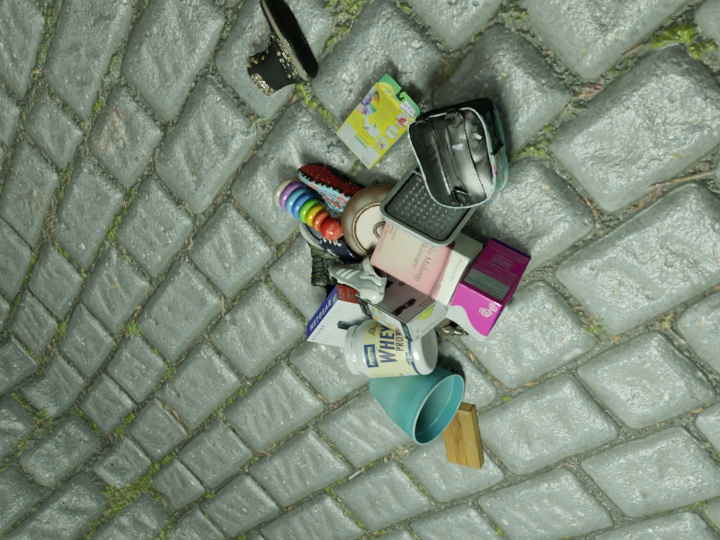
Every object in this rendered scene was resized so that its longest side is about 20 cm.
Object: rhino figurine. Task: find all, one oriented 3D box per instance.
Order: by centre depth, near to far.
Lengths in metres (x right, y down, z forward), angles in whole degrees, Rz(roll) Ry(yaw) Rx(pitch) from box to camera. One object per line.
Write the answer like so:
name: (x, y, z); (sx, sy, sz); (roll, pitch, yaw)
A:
rhino figurine: (0.188, 0.072, 1.676); (0.087, 0.060, 0.200); (-16, 108, 37)

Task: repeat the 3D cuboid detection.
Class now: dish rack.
dish rack: (0.149, -0.136, 1.472); (0.171, 0.200, 0.044); (30, 146, 14)

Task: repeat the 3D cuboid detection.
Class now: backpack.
backpack: (0.204, -0.230, 1.394); (0.177, 0.151, 0.200); (-6, 107, 38)

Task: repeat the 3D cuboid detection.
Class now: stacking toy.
stacking toy: (-0.120, -0.142, 1.694); (0.200, 0.085, 0.085); (40, 136, 27)

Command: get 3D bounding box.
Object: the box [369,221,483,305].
box: (0.143, -0.036, 1.521); (0.200, 0.109, 0.128); (29, 118, 15)

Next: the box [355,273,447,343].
box: (0.095, 0.080, 1.632); (0.200, 0.117, 0.060); (29, 147, 49)

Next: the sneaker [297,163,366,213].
sneaker: (-0.072, -0.179, 1.672); (0.200, 0.079, 0.096); (31, 135, 14)

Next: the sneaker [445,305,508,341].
sneaker: (0.244, 0.057, 1.604); (0.200, 0.116, 0.074); (43, 160, 16)

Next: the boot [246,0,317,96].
boot: (-0.197, -0.493, 1.553); (0.150, 0.073, 0.200); (-15, 116, 40)

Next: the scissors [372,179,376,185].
scissors: (0.061, -0.121, 1.667); (0.073, 0.014, 0.200); (19, 127, 27)

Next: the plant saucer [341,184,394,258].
plant saucer: (0.053, -0.099, 1.616); (0.200, 0.037, 0.201); (3, 117, 5)

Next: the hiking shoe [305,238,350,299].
hiking shoe: (-0.091, -0.007, 1.785); (0.076, 0.101, 0.200); (-15, 110, 42)

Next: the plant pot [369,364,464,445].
plant pot: (0.131, 0.311, 1.796); (0.188, 0.200, 0.200); (29, 134, 35)

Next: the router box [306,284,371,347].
router box: (-0.020, 0.126, 1.796); (0.179, 0.049, 0.200); (12, 139, -23)

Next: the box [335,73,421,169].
box: (0.043, -0.326, 1.515); (0.117, 0.048, 0.200); (47, 137, -1)

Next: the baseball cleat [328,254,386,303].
baseball cleat: (0.000, 0.000, 1.650); (0.200, 0.070, 0.107); (33, 111, 43)

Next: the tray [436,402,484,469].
tray: (0.271, 0.443, 1.887); (0.098, 0.037, 0.200); (5, 121, 32)

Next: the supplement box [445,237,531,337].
supplement box: (0.274, 0.034, 1.492); (0.103, 0.200, 0.101); (29, 132, 15)

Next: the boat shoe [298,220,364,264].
boat shoe: (-0.059, -0.079, 1.720); (0.200, 0.075, 0.093); (35, 158, -2)

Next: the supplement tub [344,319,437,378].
supplement tub: (0.075, 0.187, 1.712); (0.200, 0.145, 0.145); (-8, 115, 23)
